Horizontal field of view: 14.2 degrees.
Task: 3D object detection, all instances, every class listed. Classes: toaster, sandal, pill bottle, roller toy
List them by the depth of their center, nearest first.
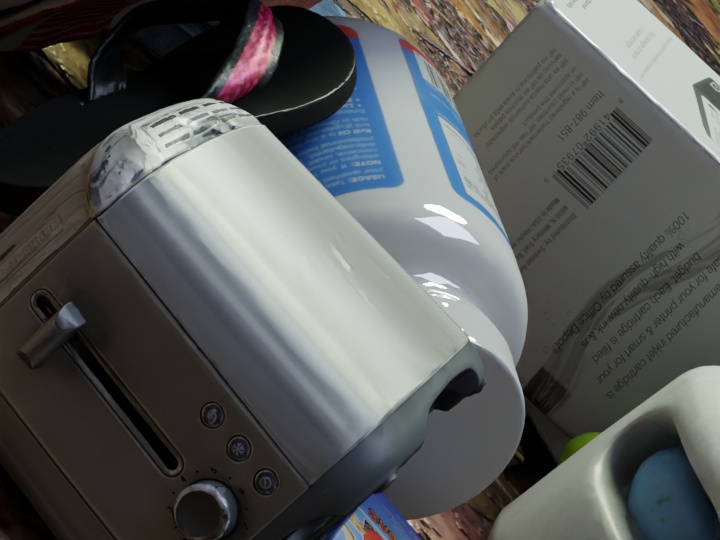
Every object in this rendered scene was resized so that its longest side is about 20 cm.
[{"bbox_3d":[-0.044,0.025,0.882,0.129,0.114,0.200,49,17,2],"label":"toaster"},{"bbox_3d":[-0.063,-0.069,1.018,0.200,0.075,0.045,-32,127,-54],"label":"sandal"},{"bbox_3d":[-0.001,-0.001,1.075,0.112,0.112,0.200,42,18,-31],"label":"pill bottle"},{"bbox_3d":[0.154,0.139,1.145,0.200,0.140,0.182,54,15,6],"label":"roller toy"}]

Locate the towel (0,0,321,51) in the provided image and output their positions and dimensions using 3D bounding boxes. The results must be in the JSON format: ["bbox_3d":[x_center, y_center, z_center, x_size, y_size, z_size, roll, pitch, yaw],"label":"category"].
[{"bbox_3d":[-0.035,-0.115,1.098,0.200,0.144,0.023,-15,90,-53],"label":"towel"}]

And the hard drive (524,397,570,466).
[{"bbox_3d":[0.082,0.037,1.370,0.200,0.025,0.132,59,9,27],"label":"hard drive"}]

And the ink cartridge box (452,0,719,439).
[{"bbox_3d":[0.117,-0.012,1.254,0.200,0.145,0.084,43,28,0],"label":"ink cartridge box"}]

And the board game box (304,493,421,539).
[{"bbox_3d":[0.042,0.171,0.937,0.200,0.034,0.135,51,15,0],"label":"board game box"}]

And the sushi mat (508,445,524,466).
[{"bbox_3d":[0.000,0.000,1.263,0.200,0.012,0.096,45,16,-25],"label":"sushi mat"}]

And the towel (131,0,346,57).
[{"bbox_3d":[-0.066,-0.123,1.250,0.200,0.049,0.112,31,21,-39],"label":"towel"}]
